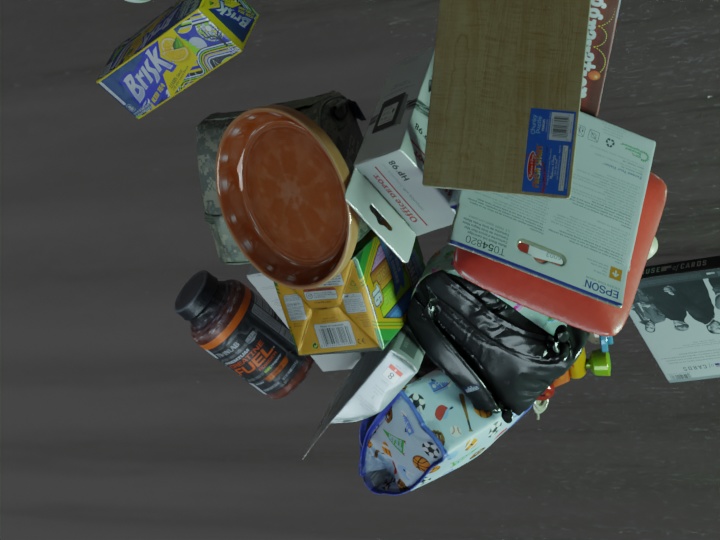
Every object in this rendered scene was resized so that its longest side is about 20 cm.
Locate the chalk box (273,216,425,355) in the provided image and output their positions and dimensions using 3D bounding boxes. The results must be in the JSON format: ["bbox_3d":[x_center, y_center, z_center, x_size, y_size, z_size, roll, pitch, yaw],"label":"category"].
[{"bbox_3d":[0.000,0.000,1.545,0.124,0.200,0.125,-6,113,29],"label":"chalk box"}]

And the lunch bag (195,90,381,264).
[{"bbox_3d":[-0.085,-0.112,1.476,0.198,0.139,0.169,-4,115,28],"label":"lunch bag"}]

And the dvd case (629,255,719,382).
[{"bbox_3d":[0.412,0.063,1.559,0.149,0.025,0.200,-9,135,33],"label":"dvd case"}]

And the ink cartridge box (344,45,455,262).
[{"bbox_3d":[0.065,-0.122,1.342,0.066,0.201,0.116,-17,131,38],"label":"ink cartridge box"}]

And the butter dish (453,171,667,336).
[{"bbox_3d":[0.211,-0.034,1.420,0.198,0.201,0.148,22,163,0],"label":"butter dish"}]

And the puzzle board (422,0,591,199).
[{"bbox_3d":[0.143,-0.176,1.252,0.149,0.202,0.017,6,-176,17],"label":"puzzle board"}]

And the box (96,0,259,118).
[{"bbox_3d":[-0.206,-0.247,1.424,0.070,0.065,0.199,41,139,-26],"label":"box"}]

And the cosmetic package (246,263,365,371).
[{"bbox_3d":[-0.050,0.029,1.660,0.084,0.108,0.201,-7,134,31],"label":"cosmetic package"}]

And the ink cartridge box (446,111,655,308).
[{"bbox_3d":[0.194,-0.077,1.316,0.198,0.202,0.041,21,157,-8],"label":"ink cartridge box"}]

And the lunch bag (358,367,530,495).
[{"bbox_3d":[0.096,0.199,1.619,0.124,0.169,0.200,55,147,18],"label":"lunch bag"}]

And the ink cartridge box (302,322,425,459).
[{"bbox_3d":[0.015,0.141,1.574,0.050,0.162,0.201,34,117,-2],"label":"ink cartridge box"}]

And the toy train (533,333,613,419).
[{"bbox_3d":[0.275,0.127,1.664,0.115,0.085,0.201,-6,137,11],"label":"toy train"}]

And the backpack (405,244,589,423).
[{"bbox_3d":[0.153,0.058,1.509,0.199,0.127,0.167,37,125,0],"label":"backpack"}]

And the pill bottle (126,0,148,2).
[{"bbox_3d":[-0.171,-0.347,1.244,0.199,0.112,0.111,-16,130,38],"label":"pill bottle"}]

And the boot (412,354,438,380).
[{"bbox_3d":[0.125,0.076,1.673,0.198,0.069,0.175,4,135,33],"label":"boot"}]

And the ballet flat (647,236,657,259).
[{"bbox_3d":[0.275,0.002,1.519,0.069,0.070,0.200,32,140,-16],"label":"ballet flat"}]

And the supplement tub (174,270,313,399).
[{"bbox_3d":[-0.164,0.086,1.782,0.200,0.108,0.107,39,139,-23],"label":"supplement tub"}]

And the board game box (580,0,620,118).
[{"bbox_3d":[0.204,-0.240,1.284,0.102,0.020,0.201,12,142,10],"label":"board game box"}]

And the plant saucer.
[{"bbox_3d":[-0.077,-0.079,1.367,0.199,0.032,0.202,19,121,35],"label":"plant saucer"}]
